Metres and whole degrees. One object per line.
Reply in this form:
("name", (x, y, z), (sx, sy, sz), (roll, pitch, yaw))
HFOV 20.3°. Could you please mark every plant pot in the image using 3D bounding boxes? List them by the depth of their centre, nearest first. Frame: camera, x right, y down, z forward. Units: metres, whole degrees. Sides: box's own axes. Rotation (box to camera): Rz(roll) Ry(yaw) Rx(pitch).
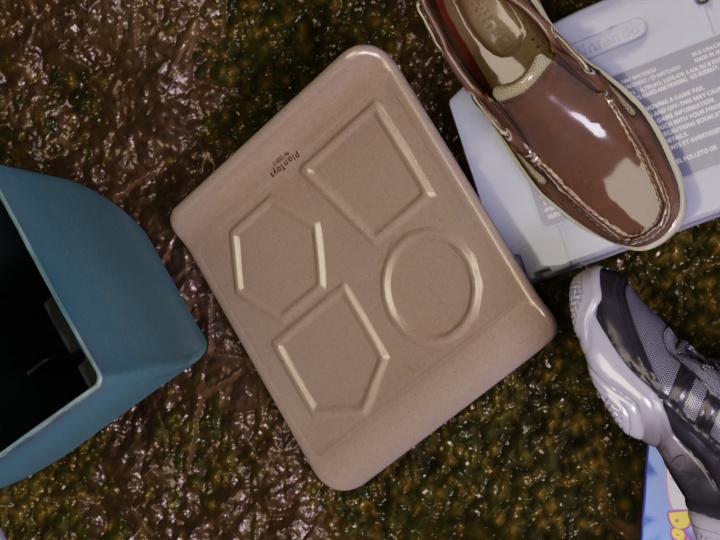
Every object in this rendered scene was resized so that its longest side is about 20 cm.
("plant pot", (-0.183, 0.036, 1.162), (0.141, 0.200, 0.142), (-35, 78, 19))

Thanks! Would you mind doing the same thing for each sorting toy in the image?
("sorting toy", (0.000, 0.000, 1.164), (0.185, 0.036, 0.201), (-39, 78, 29))

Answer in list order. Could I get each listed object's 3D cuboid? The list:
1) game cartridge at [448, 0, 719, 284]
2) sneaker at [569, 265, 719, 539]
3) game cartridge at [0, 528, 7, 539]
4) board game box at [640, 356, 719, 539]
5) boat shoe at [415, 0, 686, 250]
("game cartridge", (0.154, -0.084, 1.111), (0.198, 0.041, 0.134), (-20, 79, 21))
("sneaker", (0.197, 0.066, 1.028), (0.113, 0.075, 0.201), (-34, 84, 18))
("game cartridge", (-0.260, 0.245, 1.287), (0.133, 0.040, 0.201), (-36, 77, 23))
("board game box", (0.219, 0.152, 1.082), (0.133, 0.045, 0.202), (6, 93, 22))
("boat shoe", (0.094, -0.092, 1.077), (0.075, 0.075, 0.203), (-44, 75, 17))
